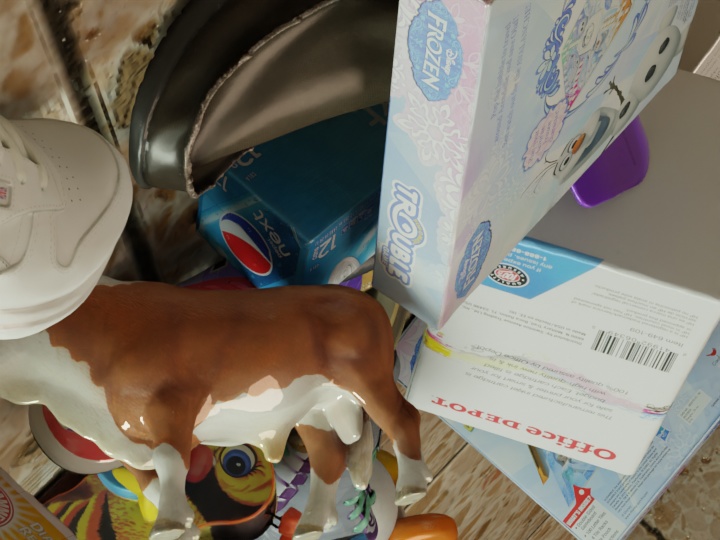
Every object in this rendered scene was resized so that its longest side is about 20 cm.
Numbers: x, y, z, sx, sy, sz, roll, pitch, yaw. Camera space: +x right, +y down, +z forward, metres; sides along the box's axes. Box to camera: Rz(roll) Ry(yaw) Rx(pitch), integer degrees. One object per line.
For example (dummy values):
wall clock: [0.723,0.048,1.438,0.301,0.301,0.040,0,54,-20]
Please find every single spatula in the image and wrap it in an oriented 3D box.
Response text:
spatula: [0.065,-0.038,0.892,0.199,0.057,0.021,-25,-173,-20]

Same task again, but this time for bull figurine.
bull figurine: [-0.064,0.051,0.725,0.199,0.122,0.065,-5,157,-32]

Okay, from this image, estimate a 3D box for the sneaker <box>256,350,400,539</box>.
sneaker: [-0.010,0.113,1.062,0.200,0.087,0.075,-51,-167,44]

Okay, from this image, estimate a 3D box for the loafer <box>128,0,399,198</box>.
loafer: [-0.009,-0.095,0.715,0.200,0.071,0.073,-44,161,-18]

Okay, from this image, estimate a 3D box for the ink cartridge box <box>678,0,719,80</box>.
ink cartridge box: [0.259,-0.149,1.177,0.200,0.067,0.117,15,115,-53]

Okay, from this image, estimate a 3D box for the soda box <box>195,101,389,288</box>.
soda box: [0.017,-0.069,0.839,0.200,0.068,0.064,-40,160,-29]

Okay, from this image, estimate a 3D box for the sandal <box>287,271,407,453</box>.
sandal: [0.000,0.000,0.960,0.201,0.054,0.080,-65,-167,-1]

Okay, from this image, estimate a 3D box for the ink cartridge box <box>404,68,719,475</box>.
ink cartridge box: [0.123,-0.006,1.022,0.200,0.146,0.147,103,5,-57]

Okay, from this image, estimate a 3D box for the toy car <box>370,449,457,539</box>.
toy car: [-0.016,0.227,1.230,0.200,0.150,0.175,-47,163,-9]

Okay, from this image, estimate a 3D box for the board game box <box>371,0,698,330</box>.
board game box: [0.084,-0.103,0.751,0.199,0.043,0.200,-46,158,-30]

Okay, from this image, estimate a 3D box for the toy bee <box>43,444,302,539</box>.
toy bee: [-0.085,0.113,0.901,0.200,0.109,0.131,-50,161,1]

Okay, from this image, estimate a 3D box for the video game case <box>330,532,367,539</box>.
video game case: [-0.110,0.180,0.940,0.199,0.018,0.143,-17,179,28]

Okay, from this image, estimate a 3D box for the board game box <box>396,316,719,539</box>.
board game box: [0.147,0.047,1.175,0.200,0.199,0.041,-52,164,10]

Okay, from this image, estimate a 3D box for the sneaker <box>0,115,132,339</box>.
sneaker: [-0.130,-0.026,0.558,0.200,0.075,0.100,-21,148,-57]

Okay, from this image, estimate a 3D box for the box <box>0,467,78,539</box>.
box: [-0.200,0.156,0.703,0.102,0.112,0.200,-58,161,23]

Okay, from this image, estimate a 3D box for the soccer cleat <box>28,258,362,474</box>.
soccer cleat: [-0.061,0.027,0.831,0.200,0.068,0.073,-30,174,-38]
